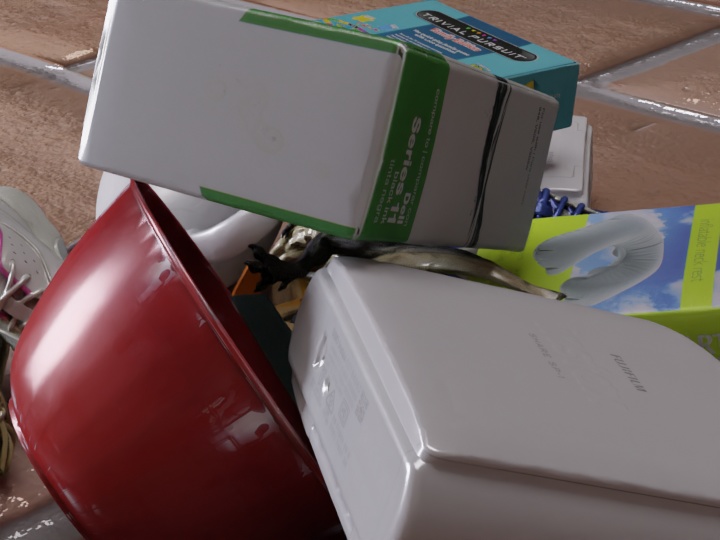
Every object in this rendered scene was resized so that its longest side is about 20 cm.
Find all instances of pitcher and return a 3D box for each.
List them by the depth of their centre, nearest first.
[{"bbox_3d":[-0.097,-0.041,0.969,0.171,0.122,0.200,-23,20,25],"label":"pitcher"}]

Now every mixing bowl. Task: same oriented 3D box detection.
[{"bbox_3d":[-0.091,0.067,0.707,0.108,0.201,0.200,-34,28,-1],"label":"mixing bowl"}]

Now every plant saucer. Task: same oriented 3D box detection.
[{"bbox_3d":[-0.006,0.083,0.701,0.019,0.070,0.200,-34,41,-3],"label":"plant saucer"}]

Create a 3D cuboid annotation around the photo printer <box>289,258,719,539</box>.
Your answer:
[{"bbox_3d":[0.084,0.069,0.594,0.199,0.070,0.167,13,22,-19],"label":"photo printer"}]

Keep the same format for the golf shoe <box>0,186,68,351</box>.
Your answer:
[{"bbox_3d":[-0.180,0.024,0.845,0.200,0.076,0.091,39,9,23],"label":"golf shoe"}]

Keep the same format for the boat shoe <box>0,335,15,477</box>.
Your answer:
[{"bbox_3d":[-0.214,0.068,0.832,0.063,0.074,0.201,-15,19,-13],"label":"boat shoe"}]

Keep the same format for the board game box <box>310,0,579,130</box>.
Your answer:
[{"bbox_3d":[0.015,-0.118,0.971,0.199,0.047,0.151,-15,33,-33],"label":"board game box"}]

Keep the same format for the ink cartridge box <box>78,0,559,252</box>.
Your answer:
[{"bbox_3d":[-0.010,-0.065,0.704,0.146,0.084,0.200,15,6,26],"label":"ink cartridge box"}]

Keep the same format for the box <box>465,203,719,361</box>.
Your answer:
[{"bbox_3d":[0.153,0.012,0.771,0.199,0.048,0.122,-5,25,18],"label":"box"}]

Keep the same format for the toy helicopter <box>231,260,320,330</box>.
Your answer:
[{"bbox_3d":[-0.033,0.028,0.903,0.131,0.079,0.200,-5,11,-8],"label":"toy helicopter"}]

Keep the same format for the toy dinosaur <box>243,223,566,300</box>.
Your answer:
[{"bbox_3d":[0.000,0.000,0.776,0.088,0.048,0.199,-26,29,-36],"label":"toy dinosaur"}]

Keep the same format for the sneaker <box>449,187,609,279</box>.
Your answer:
[{"bbox_3d":[0.104,-0.016,0.920,0.198,0.088,0.076,-2,50,0],"label":"sneaker"}]

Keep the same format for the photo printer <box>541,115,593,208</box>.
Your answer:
[{"bbox_3d":[0.061,-0.056,1.062,0.198,0.070,0.167,0,24,9],"label":"photo printer"}]
